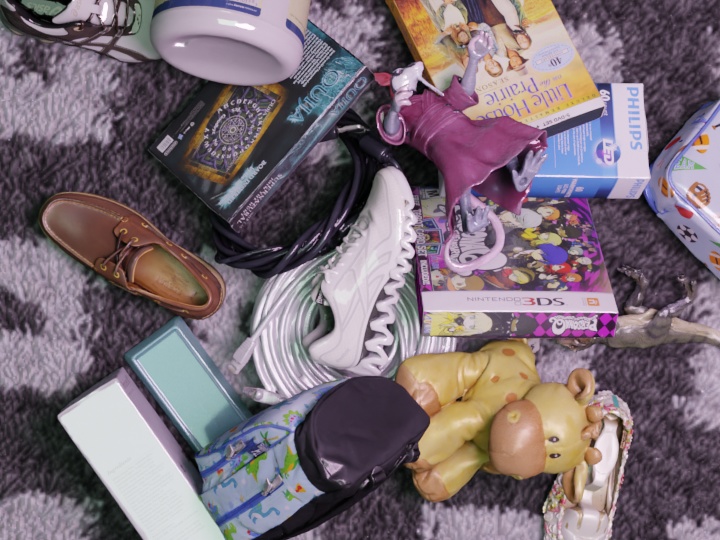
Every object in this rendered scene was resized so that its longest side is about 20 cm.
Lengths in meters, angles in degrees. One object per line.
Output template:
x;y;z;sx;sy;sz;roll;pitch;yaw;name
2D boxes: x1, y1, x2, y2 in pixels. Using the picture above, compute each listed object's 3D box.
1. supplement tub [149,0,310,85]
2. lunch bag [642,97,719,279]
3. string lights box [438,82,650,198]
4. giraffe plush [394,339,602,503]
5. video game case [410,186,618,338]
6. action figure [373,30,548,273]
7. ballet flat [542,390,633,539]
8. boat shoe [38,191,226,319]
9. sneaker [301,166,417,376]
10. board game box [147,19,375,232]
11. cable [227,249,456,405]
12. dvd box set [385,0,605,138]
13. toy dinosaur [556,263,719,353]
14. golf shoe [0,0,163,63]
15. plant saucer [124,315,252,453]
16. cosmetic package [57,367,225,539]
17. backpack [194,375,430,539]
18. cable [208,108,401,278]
-0.112;-0.289;1.524;0.144;0.145;0.201;10;75;-4;supplement tub
0.389;-0.071;1.602;0.200;0.076;0.160;44;69;-6;lunch bag
0.177;-0.127;1.588;0.199;0.059;0.103;1;71;-4;string lights box
0.148;0.146;1.539;0.200;0.162;0.173;-39;128;-18;giraffe plush
0.139;-0.011;1.546;0.181;0.200;0.036;1;128;-4;video game case
0.084;-0.122;1.490;0.134;0.200;0.149;-23;137;-26;action figure
0.226;0.219;1.619;0.075;0.064;0.201;9;92;-4;ballet flat
-0.221;-0.017;1.581;0.200;0.068;0.072;30;90;-4;boat shoe
0.000;0.000;1.507;0.081;0.075;0.201;10;99;-16;sneaker
-0.096;-0.150;1.568;0.200;0.028;0.135;-48;59;0;board game box
-0.008;0.062;1.597;0.200;0.069;0.200;26;89;-4;cable
0.128;-0.211;1.569;0.146;0.029;0.200;-20;71;-8;dvd box set
0.293;0.044;1.626;0.199;0.047;0.088;3;107;-4;toy dinosaur
-0.248;-0.242;1.558;0.199;0.094;0.078;3;91;-5;golf shoe
-0.150;0.145;1.617;0.070;0.019;0.200;-36;95;-1;plant saucer
-0.204;0.196;1.576;0.074;0.102;0.200;-33;95;-2;cosmetic package
-0.060;0.181;1.505;0.154;0.163;0.200;45;127;11;backpack
-0.069;-0.080;1.568;0.200;0.051;0.163;-39;65;-4;cable
